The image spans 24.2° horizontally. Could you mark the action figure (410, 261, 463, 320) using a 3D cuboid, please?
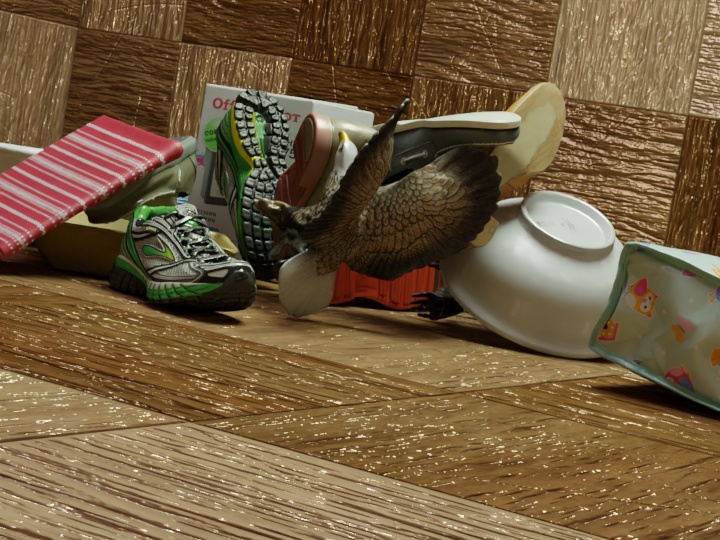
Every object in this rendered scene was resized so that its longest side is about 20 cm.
[{"bbox_3d":[0.134,-0.002,1.743,0.102,0.120,0.200,21,16,34],"label":"action figure"}]

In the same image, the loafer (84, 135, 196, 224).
[{"bbox_3d":[-0.203,-0.076,1.610,0.075,0.070,0.200,-5,16,22],"label":"loafer"}]

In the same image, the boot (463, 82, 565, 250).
[{"bbox_3d":[0.099,-0.096,1.597,0.144,0.202,0.071,1,-39,52],"label":"boot"}]

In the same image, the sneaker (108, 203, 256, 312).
[{"bbox_3d":[-0.154,-0.013,1.433,0.078,0.086,0.200,6,6,-37],"label":"sneaker"}]

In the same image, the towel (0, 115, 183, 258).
[{"bbox_3d":[-0.272,-0.078,1.530,0.200,0.023,0.144,-34,32,-26],"label":"towel"}]

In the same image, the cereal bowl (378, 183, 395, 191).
[{"bbox_3d":[0.066,-0.063,1.808,0.083,0.200,0.200,53,11,5],"label":"cereal bowl"}]

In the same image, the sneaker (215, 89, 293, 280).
[{"bbox_3d":[-0.107,-0.081,1.749,0.078,0.201,0.085,5,-26,-28],"label":"sneaker"}]

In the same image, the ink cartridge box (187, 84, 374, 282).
[{"bbox_3d":[-0.093,-0.096,1.877,0.146,0.201,0.146,11,5,27],"label":"ink cartridge box"}]

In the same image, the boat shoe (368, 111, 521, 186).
[{"bbox_3d":[0.076,-0.111,1.545,0.073,0.062,0.199,-11,6,-40],"label":"boat shoe"}]

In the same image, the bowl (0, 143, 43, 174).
[{"bbox_3d":[-0.329,-0.081,1.802,0.200,0.091,0.201,9,4,-1],"label":"bowl"}]

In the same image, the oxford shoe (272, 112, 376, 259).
[{"bbox_3d":[-0.038,-0.072,1.606,0.073,0.071,0.200,4,-31,-17],"label":"oxford shoe"}]

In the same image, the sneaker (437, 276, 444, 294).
[{"bbox_3d":[0.136,0.017,1.880,0.199,0.072,0.080,-4,-35,2],"label":"sneaker"}]

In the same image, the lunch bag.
[{"bbox_3d":[0.315,0.056,1.359,0.199,0.123,0.170,23,9,36],"label":"lunch bag"}]

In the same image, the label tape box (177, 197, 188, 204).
[{"bbox_3d":[-0.222,-0.061,2.055,0.142,0.067,0.200,8,6,-10],"label":"label tape box"}]

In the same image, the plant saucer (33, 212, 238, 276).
[{"bbox_3d":[-0.226,-0.021,1.627,0.199,0.049,0.200,9,5,-9],"label":"plant saucer"}]

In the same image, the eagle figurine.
[{"bbox_3d":[0.003,-0.059,1.477,0.199,0.152,0.152,-15,13,39],"label":"eagle figurine"}]

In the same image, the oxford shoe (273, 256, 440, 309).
[{"bbox_3d":[0.000,0.000,1.721,0.199,0.072,0.072,5,1,-43],"label":"oxford shoe"}]

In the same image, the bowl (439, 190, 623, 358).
[{"bbox_3d":[0.183,-0.013,1.596,0.200,0.091,0.201,15,31,-9],"label":"bowl"}]
